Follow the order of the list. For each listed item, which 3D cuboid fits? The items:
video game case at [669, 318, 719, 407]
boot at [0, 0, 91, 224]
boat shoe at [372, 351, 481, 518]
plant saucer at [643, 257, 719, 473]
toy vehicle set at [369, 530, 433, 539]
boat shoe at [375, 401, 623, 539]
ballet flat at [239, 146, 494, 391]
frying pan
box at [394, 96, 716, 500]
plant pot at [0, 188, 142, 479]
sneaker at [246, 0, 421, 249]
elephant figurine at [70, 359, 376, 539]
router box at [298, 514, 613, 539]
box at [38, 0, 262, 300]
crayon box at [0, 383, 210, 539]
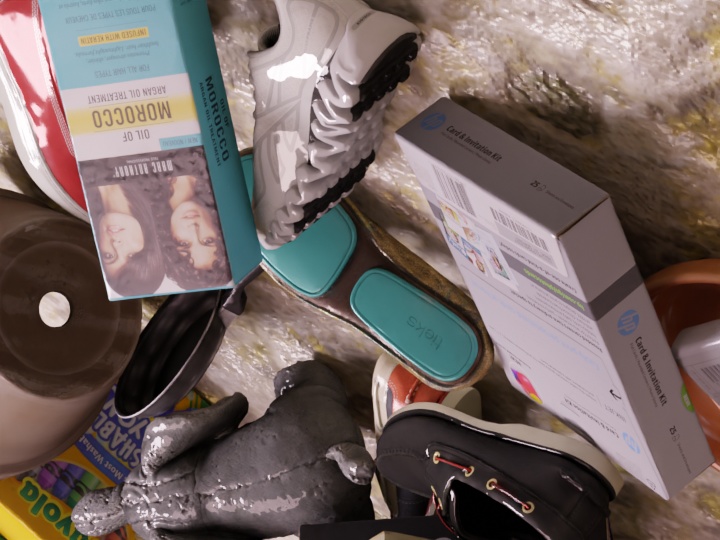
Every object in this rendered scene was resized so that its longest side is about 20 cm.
[{"bbox_3d":[0.280,0.078,1.266,0.182,0.023,0.200,44,149,-16],"label":"video game case"},{"bbox_3d":[-0.143,-0.099,1.485,0.143,0.073,0.201,10,138,36],"label":"boot"},{"bbox_3d":[0.039,0.125,1.617,0.062,0.071,0.201,28,148,21],"label":"boat shoe"},{"bbox_3d":[0.235,0.061,1.347,0.199,0.038,0.201,26,150,16],"label":"plant saucer"},{"bbox_3d":[0.019,0.213,1.526,0.123,0.027,0.200,15,150,-26],"label":"toy vehicle set"},{"bbox_3d":[0.068,0.125,1.461,0.074,0.063,0.201,45,159,-30],"label":"boat shoe"},{"bbox_3d":[0.000,0.000,1.484,0.200,0.071,0.071,39,152,11],"label":"ballet flat"},{"bbox_3d":[-0.099,0.024,1.626,0.031,0.115,0.190,35,108,-21],"label":"frying pan"},{"bbox_3d":[0.107,0.015,1.351,0.156,0.041,0.201,36,157,51],"label":"box"},{"bbox_3d":[-0.227,0.035,1.620,0.200,0.200,0.173,45,155,-17],"label":"plant pot"},{"bbox_3d":[-0.030,-0.089,1.380,0.081,0.075,0.200,40,142,12],"label":"sneaker"},{"bbox_3d":[-0.095,0.147,1.634,0.198,0.142,0.156,-12,136,-6],"label":"elephant figurine"},{"bbox_3d":[0.070,0.209,1.608,0.198,0.053,0.157,-5,152,9],"label":"router box"},{"bbox_3d":[-0.119,-0.088,1.383,0.082,0.049,0.202,-6,106,20],"label":"box"},{"bbox_3d":[-0.195,0.149,1.765,0.126,0.200,0.051,44,150,-17],"label":"crayon box"}]
